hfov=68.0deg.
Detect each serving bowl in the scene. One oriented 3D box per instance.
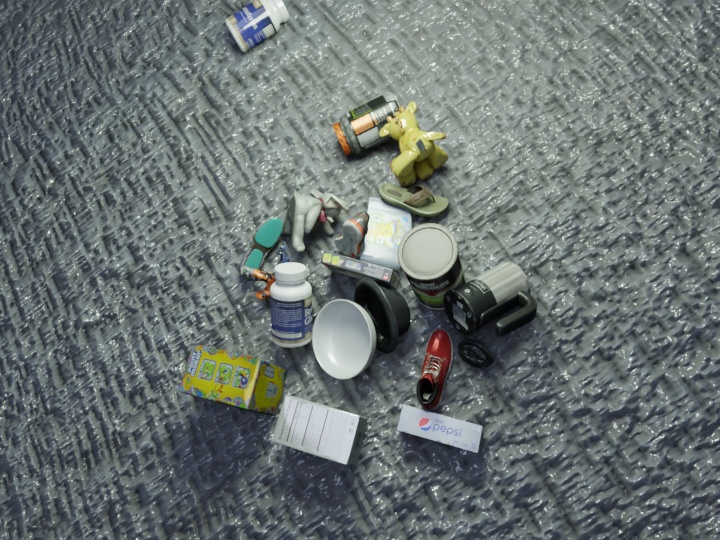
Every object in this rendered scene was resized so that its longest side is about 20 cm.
[{"bbox_3d":[-0.033,0.176,1.383,0.198,0.065,0.204,-2,87,37],"label":"serving bowl"}]

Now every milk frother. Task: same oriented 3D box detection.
[{"bbox_3d":[0.321,0.113,1.321,0.186,0.201,0.181,-24,58,-22],"label":"milk frother"}]

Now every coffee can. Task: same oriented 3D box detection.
[{"bbox_3d":[0.184,-0.005,1.335,0.144,0.200,0.149,-7,64,15],"label":"coffee can"}]

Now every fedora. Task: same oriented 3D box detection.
[{"bbox_3d":[0.065,0.107,1.379,0.090,0.201,0.202,-15,65,-29],"label":"fedora"}]

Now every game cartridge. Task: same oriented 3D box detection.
[{"bbox_3d":[0.074,-0.104,1.471,0.131,0.041,0.203,9,69,-3],"label":"game cartridge"}]

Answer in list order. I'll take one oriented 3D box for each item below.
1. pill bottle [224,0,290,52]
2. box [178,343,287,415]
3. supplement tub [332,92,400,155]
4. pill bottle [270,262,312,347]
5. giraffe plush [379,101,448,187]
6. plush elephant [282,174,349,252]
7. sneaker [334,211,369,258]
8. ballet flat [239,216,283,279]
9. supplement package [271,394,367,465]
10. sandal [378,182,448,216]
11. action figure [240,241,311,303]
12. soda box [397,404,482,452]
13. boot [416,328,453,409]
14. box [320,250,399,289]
[{"bbox_3d":[-0.340,-0.830,1.777,0.198,0.116,0.117,-33,68,0],"label":"pill bottle"},{"bbox_3d":[-0.317,0.282,1.360,0.189,0.200,0.124,9,74,14],"label":"box"},{"bbox_3d":[0.025,-0.423,1.559,0.197,0.123,0.124,-24,68,4],"label":"supplement tub"},{"bbox_3d":[-0.181,0.088,1.393,0.109,0.111,0.203,7,111,14],"label":"pill bottle"},{"bbox_3d":[0.134,-0.359,1.472,0.171,0.201,0.164,-26,66,-6],"label":"giraffe plush"},{"bbox_3d":[-0.122,-0.162,1.503,0.152,0.165,0.203,4,107,-23],"label":"plush elephant"},{"bbox_3d":[-0.011,-0.095,1.432,0.077,0.200,0.082,42,67,1],"label":"sneaker"},{"bbox_3d":[-0.292,-0.070,1.541,0.071,0.072,0.202,28,86,19],"label":"ballet flat"},{"bbox_3d":[-0.098,0.394,1.320,0.197,0.117,0.119,12,75,16],"label":"supplement package"},{"bbox_3d":[0.148,-0.203,1.467,0.198,0.058,0.081,15,48,0],"label":"sandal"},{"bbox_3d":[-0.231,0.004,1.465,0.190,0.203,0.105,-5,28,-12],"label":"action figure"},{"bbox_3d":[0.192,0.380,1.286,0.197,0.068,0.064,11,76,16],"label":"soda box"},{"bbox_3d":[0.180,0.231,1.298,0.071,0.144,0.203,8,72,16],"label":"boot"},{"bbox_3d":[0.000,0.000,1.430,0.197,0.110,0.035,16,82,16],"label":"box"}]
